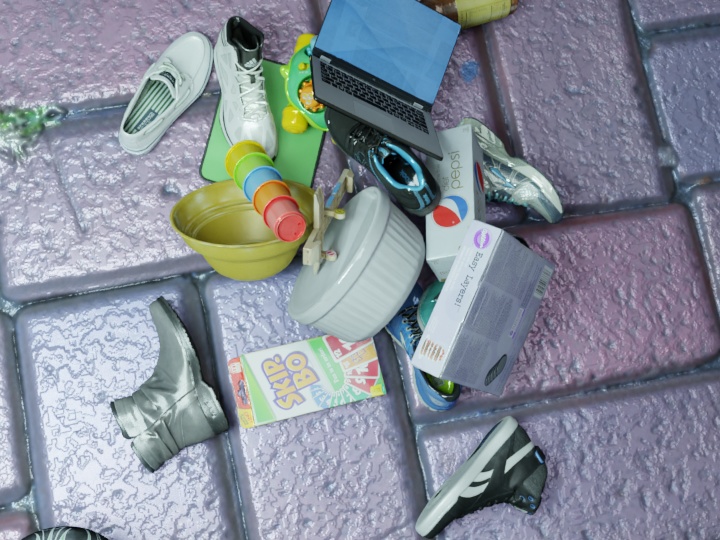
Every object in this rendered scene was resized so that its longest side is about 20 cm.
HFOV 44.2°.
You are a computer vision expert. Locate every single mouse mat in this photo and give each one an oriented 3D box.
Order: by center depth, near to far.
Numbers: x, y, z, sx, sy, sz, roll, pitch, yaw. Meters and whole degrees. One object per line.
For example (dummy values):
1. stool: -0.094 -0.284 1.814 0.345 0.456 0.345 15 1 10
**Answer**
1. mouse mat: -0.129 -0.201 1.252 0.159 0.008 0.202 15 77 -7

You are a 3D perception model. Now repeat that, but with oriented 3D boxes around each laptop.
1. laptop: 0.041 -0.269 1.137 0.186 0.116 0.201 22 32 -20

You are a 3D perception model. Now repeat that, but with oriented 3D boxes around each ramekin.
1. ramekin: 0.000 0.000 1.141 0.094 0.202 0.204 33 75 -16

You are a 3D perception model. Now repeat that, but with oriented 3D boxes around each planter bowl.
1. planter bowl: -0.144 -0.044 1.157 0.198 0.201 0.084 -8 121 -11

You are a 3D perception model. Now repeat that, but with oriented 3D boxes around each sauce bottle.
1. sauce bottle: 0.133 -0.384 1.305 0.198 0.066 0.067 -17 82 -12

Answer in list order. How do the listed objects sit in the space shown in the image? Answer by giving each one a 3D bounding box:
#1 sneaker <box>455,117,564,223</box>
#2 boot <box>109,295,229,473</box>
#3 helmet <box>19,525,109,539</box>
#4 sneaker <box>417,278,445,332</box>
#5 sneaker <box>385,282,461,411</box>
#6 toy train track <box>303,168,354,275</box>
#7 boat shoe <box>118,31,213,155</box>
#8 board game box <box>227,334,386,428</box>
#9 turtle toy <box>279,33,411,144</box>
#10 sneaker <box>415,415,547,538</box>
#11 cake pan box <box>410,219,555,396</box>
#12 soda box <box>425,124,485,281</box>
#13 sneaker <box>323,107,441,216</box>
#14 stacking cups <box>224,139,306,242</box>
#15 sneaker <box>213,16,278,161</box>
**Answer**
1. sneaker: 0.199 -0.124 1.269 0.200 0.078 0.087 40 87 7
2. boot: -0.263 0.144 1.132 0.130 0.070 0.202 -25 80 -8
3. helmet: -0.340 0.394 1.000 0.197 0.191 0.203 2 78 -9
4. sneaker: 0.145 0.013 1.179 0.071 0.080 0.200 42 49 1
5. sneaker: 0.088 0.089 1.189 0.078 0.089 0.202 -25 84 -15
6. toy train track: -0.030 -0.070 1.124 0.032 0.116 0.201 9 36 9
7. boat shoe: -0.260 -0.247 1.208 0.073 0.067 0.202 26 76 -4
8. board game box: -0.072 0.142 1.185 0.198 0.030 0.097 -13 81 -10
9. turtle toy: -0.016 -0.253 1.231 0.198 0.101 0.148 13 77 -19
10. sneaker: 0.173 0.300 1.169 0.112 0.073 0.200 44 74 3
11. cake pan box: 0.160 0.049 1.110 0.052 0.184 0.202 24 92 33
12. soda box: 0.126 -0.089 1.169 0.067 0.064 0.202 -10 57 20
13. sneaker: 0.027 -0.158 1.131 0.073 0.082 0.200 -46 73 0
14. stacking cups: -0.121 -0.099 1.111 0.060 0.200 0.061 -10 123 -16
15. sneaker: -0.156 -0.245 1.193 0.075 0.115 0.203 -14 81 -13
